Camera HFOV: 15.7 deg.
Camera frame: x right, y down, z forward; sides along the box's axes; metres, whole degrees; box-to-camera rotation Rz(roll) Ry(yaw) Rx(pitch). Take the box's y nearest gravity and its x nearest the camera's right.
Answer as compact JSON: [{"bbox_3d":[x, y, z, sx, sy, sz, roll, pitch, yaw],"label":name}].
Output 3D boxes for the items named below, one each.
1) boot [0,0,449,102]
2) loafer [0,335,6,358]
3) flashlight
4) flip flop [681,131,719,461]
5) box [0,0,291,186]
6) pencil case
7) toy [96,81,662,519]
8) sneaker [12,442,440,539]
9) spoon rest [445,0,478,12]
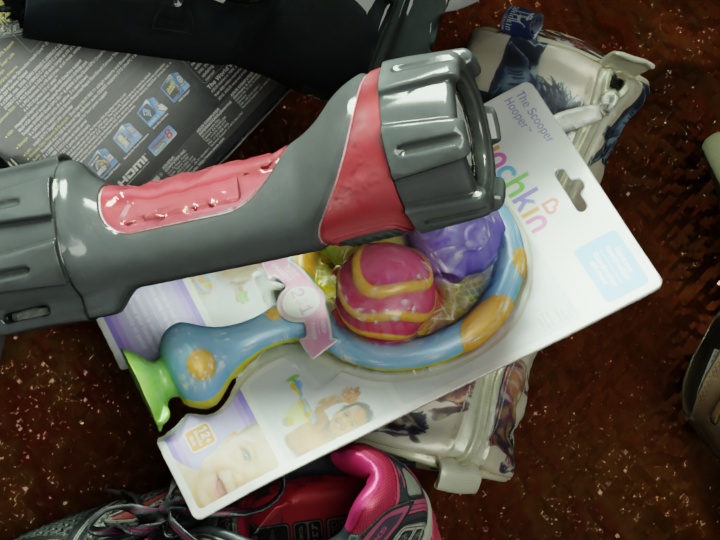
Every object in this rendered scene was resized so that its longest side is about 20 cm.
[{"bbox_3d":[-0.037,-0.165,0.984,0.168,0.076,0.200,16,99,-8],"label":"boot"},{"bbox_3d":[-0.184,0.067,1.001,0.073,0.071,0.200,0,81,23],"label":"loafer"},{"bbox_3d":[-0.049,-0.033,0.975,0.200,0.068,0.068,-10,129,15],"label":"flashlight"},{"bbox_3d":[0.166,0.040,1.145,0.058,0.081,0.200,-12,95,-1],"label":"flip flop"},{"bbox_3d":[-0.092,-0.123,1.055,0.161,0.049,0.200,46,75,-17],"label":"box"},{"bbox_3d":[0.055,-0.006,1.091,0.078,0.089,0.200,22,84,-20],"label":"pencil case"},{"bbox_3d":[0.000,0.000,1.004,0.200,0.047,0.115,-28,58,-3],"label":"toy"},{"bbox_3d":[-0.072,0.109,1.022,0.200,0.075,0.081,-17,60,3],"label":"sneaker"},{"bbox_3d":[0.063,-0.162,1.088,0.200,0.061,0.099,-13,81,-27],"label":"spoon rest"}]
